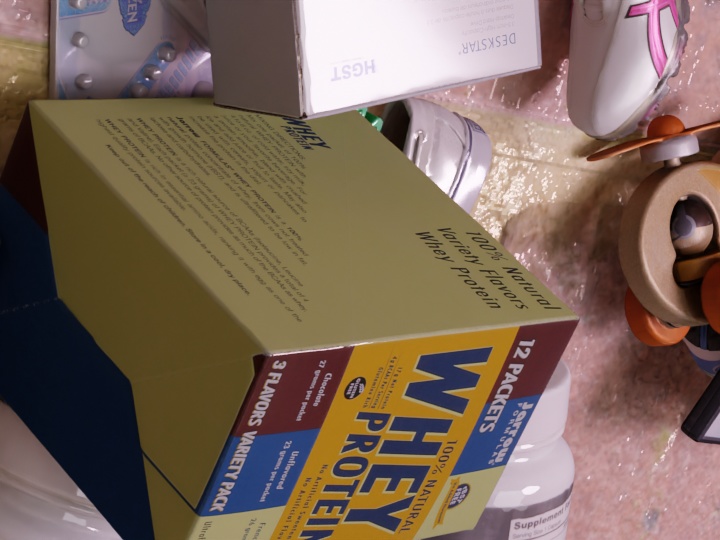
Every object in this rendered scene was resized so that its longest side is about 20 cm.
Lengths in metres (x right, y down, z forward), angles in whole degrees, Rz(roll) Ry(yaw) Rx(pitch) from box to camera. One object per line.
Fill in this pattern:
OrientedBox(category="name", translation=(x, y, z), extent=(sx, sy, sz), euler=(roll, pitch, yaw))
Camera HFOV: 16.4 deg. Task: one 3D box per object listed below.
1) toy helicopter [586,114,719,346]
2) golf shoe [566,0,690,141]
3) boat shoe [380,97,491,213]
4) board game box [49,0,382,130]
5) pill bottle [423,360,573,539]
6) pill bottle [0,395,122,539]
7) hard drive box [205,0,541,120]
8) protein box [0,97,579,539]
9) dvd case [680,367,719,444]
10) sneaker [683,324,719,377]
OrientedBox(category="toy helicopter", translation=(0.213, -0.056, 1.505), extent=(0.200, 0.079, 0.132), euler=(-49, 115, -34))
OrientedBox(category="golf shoe", translation=(0.140, -0.174, 1.383), extent=(0.092, 0.073, 0.200), euler=(12, 91, -38))
OrientedBox(category="boat shoe", translation=(0.000, 0.000, 1.339), extent=(0.070, 0.071, 0.200), euler=(26, 90, -34))
OrientedBox(category="board game box", translation=(-0.063, -0.144, 1.241), extent=(0.200, 0.026, 0.200), euler=(-14, 118, -37))
OrientedBox(category="pill bottle", translation=(0.060, 0.143, 1.413), extent=(0.114, 0.114, 0.200), euler=(-12, 116, -38))
OrientedBox(category="pill bottle", translation=(-0.174, 0.165, 1.222), extent=(0.114, 0.114, 0.200), euler=(17, 98, -45))
OrientedBox(category="hard drive box", translation=(0.003, -0.185, 1.197), extent=(0.156, 0.077, 0.200), euler=(-14, 107, -37))
OrientedBox(category="protein box", translation=(-0.048, 0.026, 1.185), extent=(0.200, 0.199, 0.135), euler=(-5, 129, -44))
OrientedBox(category="dvd case", translation=(0.284, 0.026, 1.547), extent=(0.200, 0.018, 0.143), euler=(-57, 152, 12))
OrientedBox(category="sneaker", translation=(0.270, -0.013, 1.582), extent=(0.200, 0.076, 0.077), euler=(-43, 152, -16))
